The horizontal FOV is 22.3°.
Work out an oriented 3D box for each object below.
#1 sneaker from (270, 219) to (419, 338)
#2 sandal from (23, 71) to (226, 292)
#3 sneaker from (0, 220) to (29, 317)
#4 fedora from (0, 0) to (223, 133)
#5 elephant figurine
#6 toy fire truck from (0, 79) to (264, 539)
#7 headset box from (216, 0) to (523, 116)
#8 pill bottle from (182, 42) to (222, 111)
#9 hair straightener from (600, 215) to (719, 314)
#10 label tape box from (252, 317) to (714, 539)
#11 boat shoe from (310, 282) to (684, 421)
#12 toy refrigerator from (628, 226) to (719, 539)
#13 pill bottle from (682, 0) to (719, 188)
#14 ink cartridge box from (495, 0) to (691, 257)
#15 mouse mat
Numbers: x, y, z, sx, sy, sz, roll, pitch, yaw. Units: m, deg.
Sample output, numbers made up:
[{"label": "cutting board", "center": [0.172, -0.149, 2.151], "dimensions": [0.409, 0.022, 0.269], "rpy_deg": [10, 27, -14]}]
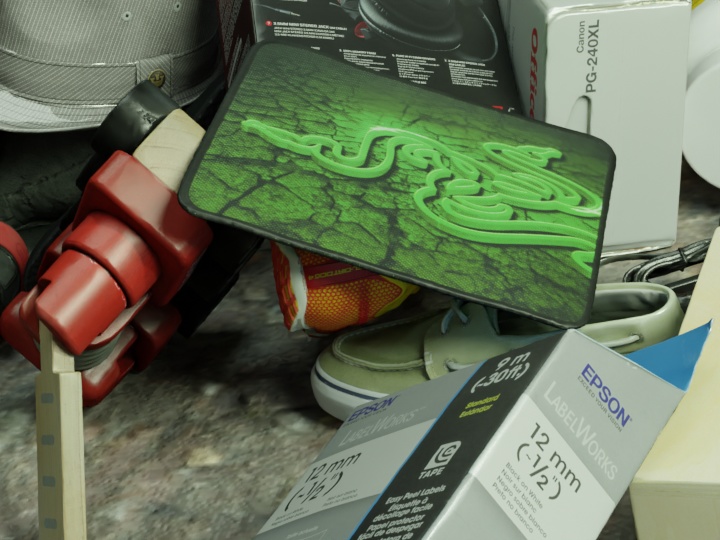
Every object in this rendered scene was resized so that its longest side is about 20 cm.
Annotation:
[{"label": "sneaker", "center": [0.000, 0.000, 0.944], "dimensions": [0.076, 0.074, 0.200], "rpy_deg": [-8, 7, 2]}, {"label": "sandal", "center": [-0.114, -0.046, 1.064], "dimensions": [0.200, 0.075, 0.045], "rpy_deg": [-44, 30, -3]}, {"label": "sneaker", "center": [-0.286, 0.028, 1.051], "dimensions": [0.199, 0.071, 0.098], "rpy_deg": [-16, 25, -7]}, {"label": "fedora", "center": [-0.162, -0.167, 1.083], "dimensions": [0.198, 0.091, 0.177], "rpy_deg": [-11, 43, -24]}, {"label": "elephant figurine", "center": [-0.216, -0.057, 1.149], "dimensions": [0.199, 0.155, 0.142], "rpy_deg": [-30, 69, -9]}, {"label": "toy fire truck", "center": [-0.132, 0.036, 0.914], "dimensions": [0.200, 0.128, 0.176], "rpy_deg": [-50, 1, -25]}, {"label": "headset box", "center": [-0.001, -0.139, 1.024], "dimensions": [0.147, 0.075, 0.201], "rpy_deg": [3, 54, -17]}, {"label": "pill bottle", "center": [-0.051, -0.107, 1.163], "dimensions": [0.104, 0.105, 0.200], "rpy_deg": [-25, 30, -22]}, {"label": "hair straightener", "center": [0.190, 0.004, 0.925], "dimensions": [0.198, 0.041, 0.077], "rpy_deg": [-18, 27, 1]}, {"label": "label tape box", "center": [0.038, 0.082, 0.721], "dimensions": [0.143, 0.066, 0.200], "rpy_deg": [-25, 22, 50]}, {"label": "boat shoe", "center": [0.067, 0.036, 0.884], "dimensions": [0.198, 0.063, 0.072], "rpy_deg": [-3, 29, 21]}, {"label": "toy refrigerator", "center": [0.166, 0.061, 0.778], "dimensions": [0.069, 0.077, 0.200], "rpy_deg": [-1, 31, 23]}, {"label": "pill bottle", "center": [0.233, -0.126, 1.059], "dimensions": [0.110, 0.112, 0.200], "rpy_deg": [-3, 28, 19]}, {"label": "ink cartridge box", "center": [0.118, -0.113, 1.046], "dimensions": [0.082, 0.147, 0.200], "rpy_deg": [-6, 27, -8]}, {"label": "mouse mat", "center": [0.024, -0.047, 0.881], "dimensions": [0.198, 0.008, 0.161], "rpy_deg": [18, 38, 1]}]
